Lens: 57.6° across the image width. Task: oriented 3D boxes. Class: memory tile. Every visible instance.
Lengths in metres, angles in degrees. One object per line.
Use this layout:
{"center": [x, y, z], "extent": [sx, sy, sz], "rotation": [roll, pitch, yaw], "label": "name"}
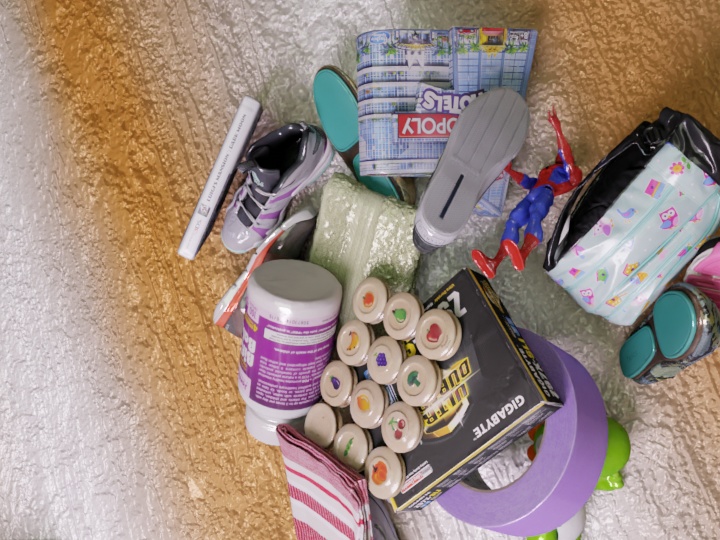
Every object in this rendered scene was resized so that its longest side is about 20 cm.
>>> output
{"center": [0.017, 0.118, 0.691], "extent": [0.152, 0.017, 0.204], "rotation": [26, 97, 44], "label": "memory tile"}

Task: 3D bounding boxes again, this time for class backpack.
{"center": [0.276, -0.049, 0.659], "extent": [0.126, 0.166, 0.201], "rotation": [41, 108, 15], "label": "backpack"}

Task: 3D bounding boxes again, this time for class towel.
{"center": [-0.038, 0.285, 0.738], "extent": [0.143, 0.022, 0.204], "rotation": [20, 124, 45], "label": "towel"}
{"center": [0.000, 0.000, 0.776], "extent": [0.146, 0.036, 0.204], "rotation": [24, 115, 19], "label": "towel"}

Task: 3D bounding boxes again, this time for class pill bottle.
{"center": [-0.088, 0.100, 0.773], "extent": [0.110, 0.112, 0.204], "rotation": [18, 116, 17], "label": "pill bottle"}

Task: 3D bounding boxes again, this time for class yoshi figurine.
{"center": [0.232, 0.236, 0.696], "extent": [0.109, 0.112, 0.205], "rotation": [8, 89, 2], "label": "yoshi figurine"}

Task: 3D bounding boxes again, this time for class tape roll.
{"center": [0.151, 0.165, 0.683], "extent": [0.198, 0.065, 0.204], "rotation": [-28, 49, 38], "label": "tape roll"}

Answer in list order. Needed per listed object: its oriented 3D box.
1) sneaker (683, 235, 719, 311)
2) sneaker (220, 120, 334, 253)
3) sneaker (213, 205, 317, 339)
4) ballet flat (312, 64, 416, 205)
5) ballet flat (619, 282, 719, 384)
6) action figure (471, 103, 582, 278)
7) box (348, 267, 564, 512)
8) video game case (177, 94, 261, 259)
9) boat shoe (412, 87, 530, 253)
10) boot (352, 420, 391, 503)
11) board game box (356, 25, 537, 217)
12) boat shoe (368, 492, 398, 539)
{"center": [0.362, 0.000, 0.620], "extent": [0.073, 0.199, 0.089], "rotation": [16, 78, 41], "label": "sneaker"}
{"center": [-0.123, -0.104, 0.791], "extent": [0.077, 0.140, 0.201], "rotation": [41, 101, 8], "label": "sneaker"}
{"center": [-0.103, 0.010, 0.830], "extent": [0.081, 0.077, 0.201], "rotation": [39, 108, 0], "label": "sneaker"}
{"center": [0.008, -0.152, 0.788], "extent": [0.070, 0.071, 0.203], "rotation": [-29, 89, 15], "label": "ballet flat"}
{"center": [0.310, 0.061, 0.629], "extent": [0.072, 0.201, 0.076], "rotation": [-1, 71, 3], "label": "ballet flat"}
{"center": [0.172, -0.092, 0.681], "extent": [0.065, 0.200, 0.100], "rotation": [-16, 112, 48], "label": "action figure"}
{"center": [0.084, 0.123, 0.672], "extent": [0.200, 0.049, 0.162], "rotation": [-44, 51, 25], "label": "box"}
{"center": [-0.163, -0.116, 0.785], "extent": [0.023, 0.200, 0.185], "rotation": [23, 97, -12], "label": "video game case"}
{"center": [0.104, -0.105, 0.672], "extent": [0.072, 0.071, 0.201], "rotation": [38, 68, -3], "label": "boat shoe"}
{"center": [0.035, 0.165, 0.777], "extent": [0.089, 0.072, 0.205], "rotation": [9, 81, 36], "label": "boot"}
{"center": [0.098, -0.160, 0.730], "extent": [0.195, 0.062, 0.205], "rotation": [-4, 95, -14], "label": "board game box"}
{"center": [0.011, 0.329, 0.779], "extent": [0.074, 0.067, 0.201], "rotation": [-44, 77, 12], "label": "boat shoe"}
